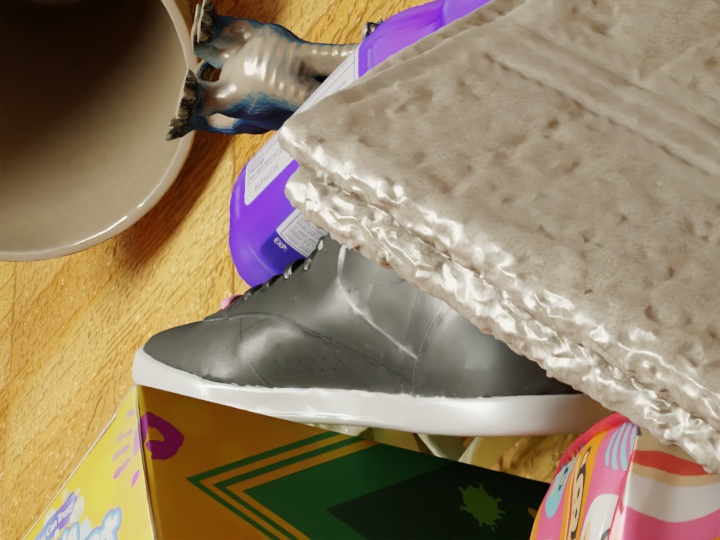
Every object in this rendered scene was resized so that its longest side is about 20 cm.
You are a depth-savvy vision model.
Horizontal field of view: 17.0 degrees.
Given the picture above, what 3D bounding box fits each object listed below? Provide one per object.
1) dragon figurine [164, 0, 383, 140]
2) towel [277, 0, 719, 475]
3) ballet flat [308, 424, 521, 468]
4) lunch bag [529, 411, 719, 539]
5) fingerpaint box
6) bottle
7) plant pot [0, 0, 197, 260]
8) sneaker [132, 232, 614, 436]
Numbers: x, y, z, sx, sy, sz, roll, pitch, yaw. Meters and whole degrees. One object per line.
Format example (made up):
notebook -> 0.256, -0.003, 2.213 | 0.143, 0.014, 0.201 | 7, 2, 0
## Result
dragon figurine -> -0.026, -0.073, 1.003 | 0.200, 0.099, 0.059 | 155, 129, -81
towel -> 0.086, -0.014, 0.603 | 0.200, 0.132, 0.035 | 34, 143, 37
ballet flat -> 0.016, 0.049, 0.846 | 0.200, 0.071, 0.072 | -42, 39, 48
lunch bag -> 0.069, 0.135, 0.594 | 0.176, 0.082, 0.201 | 99, -177, -77
fingerpaint box -> -0.042, 0.140, 0.777 | 0.200, 0.166, 0.074 | -51, 36, 35
bottle -> 0.030, -0.052, 0.855 | 0.200, 0.083, 0.066 | -44, 37, 45
plant pot -> -0.166, -0.136, 1.193 | 0.188, 0.187, 0.200 | -57, 15, 27
sneaker -> 0.000, 0.000, 0.767 | 0.200, 0.071, 0.100 | -1, 88, 47
